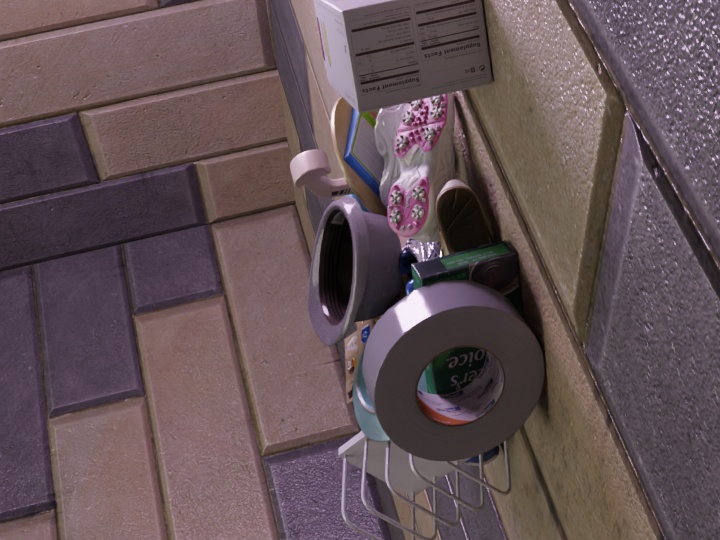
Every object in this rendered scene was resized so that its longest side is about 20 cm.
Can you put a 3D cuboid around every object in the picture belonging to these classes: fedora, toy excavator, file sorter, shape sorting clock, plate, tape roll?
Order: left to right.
[{"bbox_3d":[-0.002,-0.123,1.776,0.195,0.197,0.101,89,165,-62],"label":"toy excavator"},{"bbox_3d":[0.000,0.000,1.597,0.177,0.089,0.203,-137,52,-61],"label":"fedora"},{"bbox_3d":[0.020,-0.156,1.673,0.199,0.039,0.202,31,-132,-43],"label":"shape sorting clock"},{"bbox_3d":[0.043,0.122,1.538,0.200,0.025,0.202,-36,43,41],"label":"plate"},{"bbox_3d":[0.082,0.262,1.533,0.200,0.138,0.125,-40,30,33],"label":"file sorter"},{"bbox_3d":[0.104,0.114,1.333,0.066,0.198,0.202,-115,14,-61],"label":"tape roll"}]

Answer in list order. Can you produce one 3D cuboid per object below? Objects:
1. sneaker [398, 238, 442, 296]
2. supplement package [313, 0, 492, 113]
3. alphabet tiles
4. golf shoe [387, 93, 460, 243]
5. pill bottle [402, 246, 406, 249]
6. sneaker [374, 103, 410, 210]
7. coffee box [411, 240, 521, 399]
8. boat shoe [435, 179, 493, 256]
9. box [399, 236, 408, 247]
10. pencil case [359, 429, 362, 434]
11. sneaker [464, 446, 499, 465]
[{"bbox_3d":[0.091,-0.029,1.544,0.201,0.084,0.078,-83,-11,-48],"label":"sneaker"},{"bbox_3d":[0.042,-0.264,1.333,0.200,0.154,0.112,-122,20,-69],"label":"supplement package"},{"bbox_3d":[0.039,0.098,1.597,0.200,0.006,0.168,-36,46,43],"label":"alphabet tiles"},{"bbox_3d":[0.088,-0.130,1.472,0.091,0.075,0.203,23,-105,-47],"label":"golf shoe"},{"bbox_3d":[0.079,0.026,1.745,0.200,0.112,0.115,136,121,-82],"label":"pill bottle"},{"bbox_3d":[0.078,-0.133,1.565,0.078,0.098,0.201,-56,-30,-33],"label":"sneaker"},{"bbox_3d":[0.131,0.073,1.383,0.044,0.121,0.202,-121,20,-59],"label":"coffee box"},{"bbox_3d":[0.135,-0.016,1.431,0.067,0.073,0.202,-80,-19,-66],"label":"boat shoe"},{"bbox_3d":[0.080,0.040,1.913,0.095,0.077,0.202,93,163,-65],"label":"box"},{"bbox_3d":[0.079,0.162,1.581,0.200,0.089,0.078,-47,68,33],"label":"pencil case"},{"bbox_3d":[0.143,0.171,1.689,0.200,0.080,0.116,-123,23,-52],"label":"sneaker"}]
